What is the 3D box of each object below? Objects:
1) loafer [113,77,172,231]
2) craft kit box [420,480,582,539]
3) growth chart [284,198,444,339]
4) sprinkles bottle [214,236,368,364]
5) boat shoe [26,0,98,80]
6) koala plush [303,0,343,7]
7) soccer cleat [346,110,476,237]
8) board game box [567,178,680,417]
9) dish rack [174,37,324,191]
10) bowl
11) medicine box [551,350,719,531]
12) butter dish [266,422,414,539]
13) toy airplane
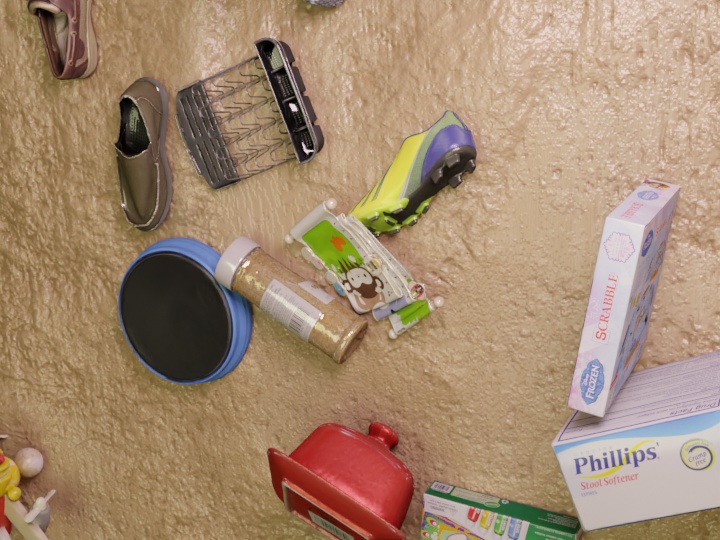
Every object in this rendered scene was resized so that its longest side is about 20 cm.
[{"bbox_3d":[-0.291,-0.146,1.461,0.074,0.070,0.202,8,108,23],"label":"loafer"},{"bbox_3d":[0.169,0.382,1.414,0.198,0.048,0.200,10,112,23],"label":"craft kit box"},{"bbox_3d":[0.000,0.000,1.367,0.200,0.018,0.145,43,144,1],"label":"growth chart"},{"bbox_3d":[-0.087,0.037,1.420,0.199,0.068,0.069,34,116,13],"label":"sprinkles bottle"},{"bbox_3d":[-0.390,-0.344,1.449,0.071,0.072,0.202,2,106,24],"label":"boat shoe"},{"bbox_3d":[-0.092,-0.395,1.221,0.183,0.200,0.178,36,117,12],"label":"koala plush"},{"bbox_3d":[0.055,-0.110,1.325,0.200,0.064,0.084,-36,57,34],"label":"soccer cleat"},{"bbox_3d":[0.275,0.022,1.170,0.041,0.200,0.202,15,110,21],"label":"board game box"},{"bbox_3d":[-0.146,-0.184,1.391,0.199,0.054,0.155,-18,96,29],"label":"dish rack"},{"bbox_3d":[-0.239,0.059,1.514,0.199,0.039,0.203,8,108,24],"label":"bowl"},{"bbox_3d":[0.322,0.173,1.190,0.181,0.200,0.104,-18,97,28],"label":"medicine box"},{"bbox_3d":[-0.003,0.256,1.408,0.199,0.148,0.200,30,155,13],"label":"butter dish"},{"bbox_3d":[-0.532,0.327,1.691,0.201,0.141,0.199,56,157,-8],"label":"toy airplane"}]
